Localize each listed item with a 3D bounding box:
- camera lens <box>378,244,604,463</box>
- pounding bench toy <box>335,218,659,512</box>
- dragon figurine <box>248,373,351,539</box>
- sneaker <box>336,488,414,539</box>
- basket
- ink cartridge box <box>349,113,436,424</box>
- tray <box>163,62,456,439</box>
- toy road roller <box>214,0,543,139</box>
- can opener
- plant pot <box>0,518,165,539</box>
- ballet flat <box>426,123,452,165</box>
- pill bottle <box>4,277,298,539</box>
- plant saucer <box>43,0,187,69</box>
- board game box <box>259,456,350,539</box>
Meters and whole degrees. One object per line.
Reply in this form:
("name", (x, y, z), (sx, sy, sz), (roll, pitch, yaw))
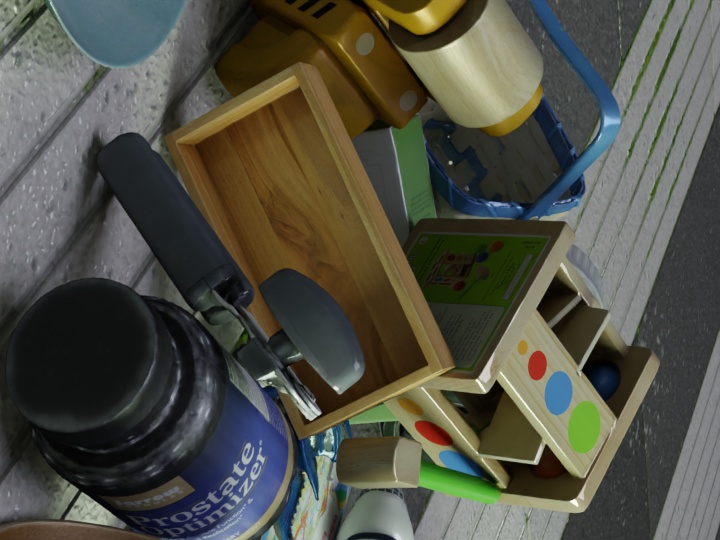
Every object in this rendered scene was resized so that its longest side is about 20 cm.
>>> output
("camera lens", (0.111, 0.079, 1.585), (0.160, 0.159, 0.200), (74, 30, -45))
("pounding bench toy", (0.076, 0.093, 1.204), (0.156, 0.124, 0.200), (52, 57, -34))
("dragon figurine", (-0.044, 0.113, 1.229), (0.059, 0.099, 0.201), (-50, 123, -54))
("sneaker", (0.006, 0.241, 1.438), (0.081, 0.076, 0.200), (-85, -172, -45))
("basket", (0.090, -0.104, 1.341), (0.139, 0.177, 0.200), (-2, 141, -39))
("ink cartridge box", (0.000, 0.000, 1.296), (0.059, 0.103, 0.201), (-33, 115, -65))
("tray", (-0.031, -0.012, 1.136), (0.201, 0.098, 0.037), (65, 17, 8))
("toy road roller", (0.002, -0.134, 1.200), (0.146, 0.200, 0.123), (-48, 134, -6))
("can opener", (-0.068, -0.004, 1.046), (0.067, 0.200, 0.053), (-37, 157, 1))
("plant pot", (-0.138, 0.257, 0.987), (0.186, 0.186, 0.201), (0, 111, -70))
("ballet flat", (0.051, -0.089, 1.500), (0.200, 0.071, 0.072), (-45, 137, -65))
("pill bottle", (-0.115, 0.081, 1.048), (0.200, 0.111, 0.112), (54, 46, -61))
("plant saucer", (-0.139, -0.209, 1.005), (0.201, 0.039, 0.202), (7, 90, -70))
("board game box", (-0.060, 0.198, 1.339), (0.135, 0.034, 0.201), (65, 37, -54))
